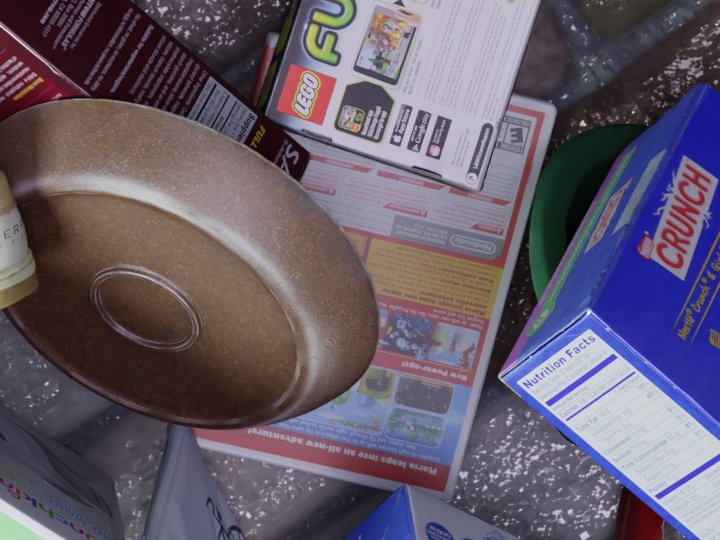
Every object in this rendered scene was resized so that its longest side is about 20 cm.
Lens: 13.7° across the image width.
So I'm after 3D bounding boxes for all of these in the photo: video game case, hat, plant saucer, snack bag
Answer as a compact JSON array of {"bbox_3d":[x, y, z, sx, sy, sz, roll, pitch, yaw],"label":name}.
[{"bbox_3d":[0.000,0.000,1.421,0.143,0.017,0.200,13,98,-10],"label":"video game case"},{"bbox_3d":[0.108,0.056,1.442,0.165,0.176,0.200,19,53,-23],"label":"hat"},{"bbox_3d":[-0.089,0.007,1.326,0.200,0.200,0.035,35,51,-12],"label":"plant saucer"},{"bbox_3d":[-0.047,0.175,1.357,0.021,0.189,0.200,-23,107,11],"label":"snack bag"}]

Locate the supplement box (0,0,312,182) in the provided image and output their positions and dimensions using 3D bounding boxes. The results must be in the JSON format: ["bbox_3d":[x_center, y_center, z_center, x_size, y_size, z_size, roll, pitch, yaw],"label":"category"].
[{"bbox_3d":[-0.133,-0.076,1.330,0.200,0.109,0.061,41,52,-18],"label":"supplement box"}]

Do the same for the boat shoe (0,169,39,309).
[{"bbox_3d":[-0.229,-0.030,1.317,0.200,0.074,0.066,8,114,26],"label":"boat shoe"}]

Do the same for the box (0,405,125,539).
[{"bbox_3d":[-0.212,0.101,1.329,0.200,0.176,0.097,34,94,-12],"label":"box"}]

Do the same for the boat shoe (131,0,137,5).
[{"bbox_3d":[-0.184,-0.172,1.346,0.200,0.069,0.057,31,62,-9],"label":"boat shoe"}]

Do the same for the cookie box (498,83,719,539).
[{"bbox_3d":[0.181,0.042,1.326,0.200,0.171,0.075,41,136,-8],"label":"cookie box"}]

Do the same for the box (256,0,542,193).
[{"bbox_3d":[0.033,-0.147,1.378,0.110,0.035,0.200,18,91,-10],"label":"box"}]

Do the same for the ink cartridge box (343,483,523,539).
[{"bbox_3d":[0.071,0.177,1.404,0.200,0.044,0.094,27,124,-30],"label":"ink cartridge box"}]
